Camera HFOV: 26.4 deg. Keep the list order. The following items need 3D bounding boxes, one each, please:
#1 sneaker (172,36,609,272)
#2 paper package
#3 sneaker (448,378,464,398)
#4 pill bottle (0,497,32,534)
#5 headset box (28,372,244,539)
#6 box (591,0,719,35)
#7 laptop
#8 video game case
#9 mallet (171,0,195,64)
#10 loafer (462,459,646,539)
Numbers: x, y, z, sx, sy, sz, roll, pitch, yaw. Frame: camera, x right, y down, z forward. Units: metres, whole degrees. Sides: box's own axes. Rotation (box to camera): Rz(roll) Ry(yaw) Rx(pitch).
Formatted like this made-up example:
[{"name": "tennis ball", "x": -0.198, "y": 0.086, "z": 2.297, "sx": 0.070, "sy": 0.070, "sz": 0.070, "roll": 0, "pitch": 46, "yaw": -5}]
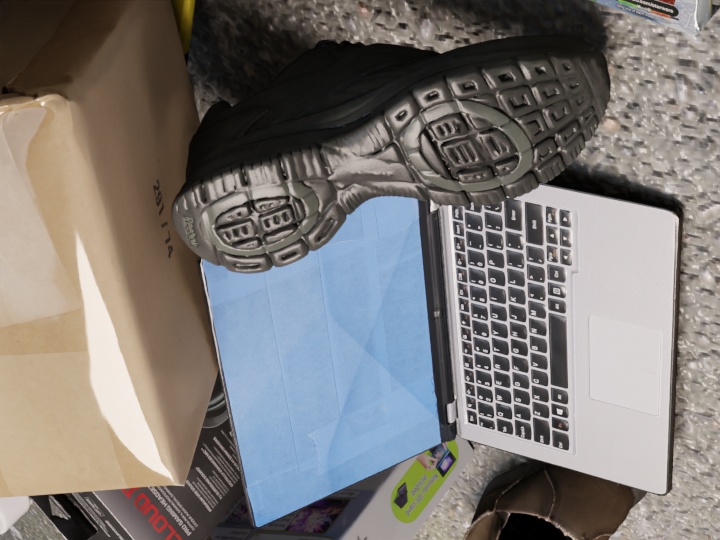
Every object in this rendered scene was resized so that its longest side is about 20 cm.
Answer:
[{"name": "sneaker", "x": 0.010, "y": -0.071, "z": 0.681, "sx": 0.199, "sy": 0.091, "sz": 0.076, "roll": -14, "pitch": 134, "yaw": 9}, {"name": "paper package", "x": -0.135, "y": -0.024, "z": 0.720, "sx": 0.103, "sy": 0.191, "sz": 0.201, "roll": -6, "pitch": 119, "yaw": 10}, {"name": "sneaker", "x": 0.000, "y": 0.000, "z": 0.853, "sx": 0.090, "sy": 0.076, "sz": 0.200, "roll": -9, "pitch": 130, "yaw": 40}, {"name": "pill bottle", "x": -0.200, "y": 0.076, "z": 1.028, "sx": 0.111, "sy": 0.200, "sz": 0.111, "roll": 28, "pitch": 146, "yaw": 21}, {"name": "headset box", "x": -0.130, "y": 0.084, "z": 0.960, "sx": 0.077, "sy": 0.200, "sz": 0.149, "roll": -14, "pitch": 118, "yaw": 54}, {"name": "box", "x": 0.052, "y": -0.183, "z": 0.588, "sx": 0.199, "sy": 0.040, "sz": 0.137, "roll": 25, "pitch": 146, "yaw": 27}, {"name": "laptop", "x": 0.045, "y": 0.055, "z": 0.765, "sx": 0.199, "sy": 0.116, "sz": 0.188, "roll": 14, "pitch": 133, "yaw": 25}, {"name": "video game case", "x": -0.048, "y": 0.167, "z": 0.986, "sx": 0.199, "sy": 0.181, "sz": 0.046, "roll": -9, "pitch": 123, "yaw": 52}, {"name": "mallet", "x": -0.087, "y": -0.117, "z": 0.791, "sx": 0.066, "sy": 0.041, "sz": 0.201, "roll": 29, "pitch": 135, "yaw": 22}, {"name": "loafer", "x": 0.100, "y": 0.160, "z": 0.919, "sx": 0.073, "sy": 0.071, "sz": 0.200, "roll": 37, "pitch": 148, "yaw": 8}]
